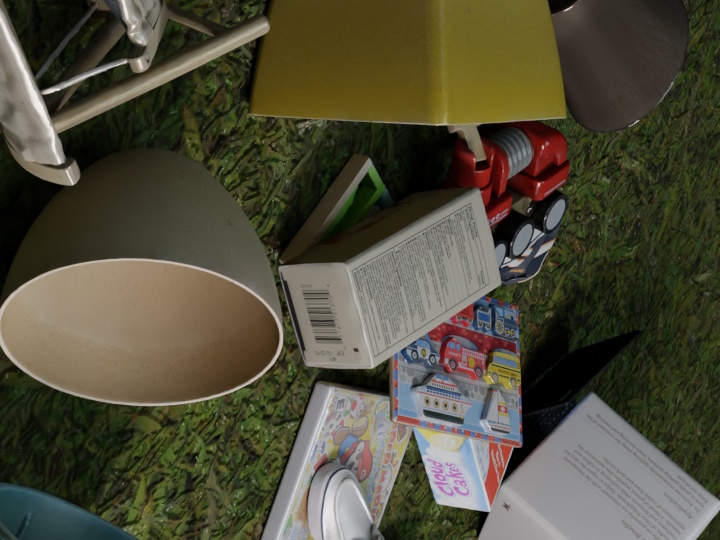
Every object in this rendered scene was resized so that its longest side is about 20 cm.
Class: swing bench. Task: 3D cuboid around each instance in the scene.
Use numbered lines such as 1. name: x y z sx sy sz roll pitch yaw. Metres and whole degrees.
1. swing bench: -0.189 -0.200 0.955 0.200 0.129 0.200 -42 138 -27

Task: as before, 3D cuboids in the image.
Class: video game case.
1. video game case: -0.021 0.216 1.501 0.182 0.023 0.201 17 92 -57

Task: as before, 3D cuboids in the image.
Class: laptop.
1. laptop: 0.253 0.179 1.798 0.177 0.103 0.201 -35 134 -40

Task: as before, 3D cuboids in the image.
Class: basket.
1. basket: 0.236 -0.262 1.523 0.200 0.136 0.181 31 79 -52

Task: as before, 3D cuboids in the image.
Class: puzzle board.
1. puzzle board: 0.100 0.089 1.477 0.199 0.017 0.152 17 65 -44

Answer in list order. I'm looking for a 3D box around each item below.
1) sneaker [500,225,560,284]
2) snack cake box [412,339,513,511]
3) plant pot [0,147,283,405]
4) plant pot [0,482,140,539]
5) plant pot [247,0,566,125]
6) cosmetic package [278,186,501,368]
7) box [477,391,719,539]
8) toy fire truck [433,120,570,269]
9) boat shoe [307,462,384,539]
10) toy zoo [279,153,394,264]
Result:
1. sneaker: 0.143 -0.018 1.561 0.200 0.078 0.080 -25 138 -38
2. snack cake box: 0.110 0.152 1.590 0.201 0.067 0.115 72 32 -43
3. plant pot: -0.156 -0.008 1.072 0.200 0.199 0.135 52 29 -52
4. plant pot: -0.239 0.293 1.094 0.197 0.200 0.200 -61 146 0
5. plant pot: 0.043 -0.215 1.228 0.200 0.199 0.177 -9 104 -52
6. cosmetic package: 0.030 0.004 1.348 0.200 0.087 0.104 -28 109 -44
7. box: 0.272 0.294 1.729 0.171 0.199 0.200 -42 162 -24
8. toy fire truck: 0.125 -0.123 1.465 0.176 0.128 0.201 -34 142 -42
9. boat shoe: 0.005 0.283 1.460 0.073 0.065 0.201 -33 116 -41
10. toy zoo: 0.000 0.000 1.419 0.131 0.020 0.200 -55 143 -21
